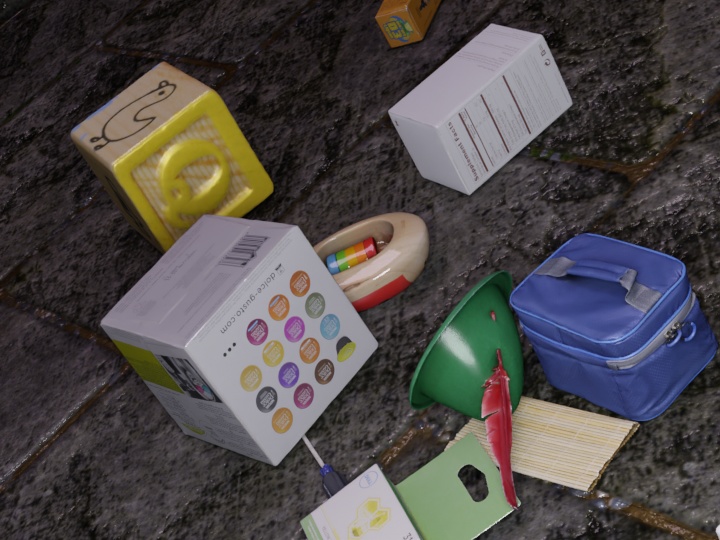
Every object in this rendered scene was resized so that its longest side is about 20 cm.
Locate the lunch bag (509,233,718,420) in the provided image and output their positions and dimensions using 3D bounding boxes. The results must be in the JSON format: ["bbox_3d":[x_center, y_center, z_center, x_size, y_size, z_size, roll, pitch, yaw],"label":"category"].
[{"bbox_3d":[0.257,0.050,1.580,0.136,0.133,0.199,-44,33,-20],"label":"lunch bag"}]

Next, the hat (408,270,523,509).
[{"bbox_3d":[0.161,0.128,1.604,0.176,0.166,0.200,35,83,21],"label":"hat"}]

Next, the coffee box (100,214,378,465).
[{"bbox_3d":[-0.141,0.077,1.821,0.199,0.198,0.200,8,49,51],"label":"coffee box"}]

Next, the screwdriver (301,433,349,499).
[{"bbox_3d":[-0.046,0.210,1.720,0.028,0.029,0.200,-34,32,-5],"label":"screwdriver"}]

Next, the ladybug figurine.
[{"bbox_3d":[0.000,0.000,1.931,0.199,0.072,0.136,-22,33,14],"label":"ladybug figurine"}]

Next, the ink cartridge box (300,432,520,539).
[{"bbox_3d":[0.047,0.245,1.561,0.200,0.048,0.146,-39,31,2],"label":"ink cartridge box"}]

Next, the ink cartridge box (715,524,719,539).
[{"bbox_3d":[0.405,0.238,1.177,0.147,0.145,0.200,-39,33,-14],"label":"ink cartridge box"}]

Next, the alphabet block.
[{"bbox_3d":[-0.277,-0.160,2.278,0.195,0.197,0.200,-40,32,-11],"label":"alphabet block"}]

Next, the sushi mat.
[{"bbox_3d":[0.182,0.171,1.591,0.199,0.012,0.096,10,51,47],"label":"sushi mat"}]

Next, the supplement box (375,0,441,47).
[{"bbox_3d":[0.088,-0.442,2.481,0.068,0.067,0.201,-12,36,29],"label":"supplement box"}]

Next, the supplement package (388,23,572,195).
[{"bbox_3d":[0.159,-0.215,2.051,0.200,0.118,0.117,-41,33,-15],"label":"supplement package"}]
